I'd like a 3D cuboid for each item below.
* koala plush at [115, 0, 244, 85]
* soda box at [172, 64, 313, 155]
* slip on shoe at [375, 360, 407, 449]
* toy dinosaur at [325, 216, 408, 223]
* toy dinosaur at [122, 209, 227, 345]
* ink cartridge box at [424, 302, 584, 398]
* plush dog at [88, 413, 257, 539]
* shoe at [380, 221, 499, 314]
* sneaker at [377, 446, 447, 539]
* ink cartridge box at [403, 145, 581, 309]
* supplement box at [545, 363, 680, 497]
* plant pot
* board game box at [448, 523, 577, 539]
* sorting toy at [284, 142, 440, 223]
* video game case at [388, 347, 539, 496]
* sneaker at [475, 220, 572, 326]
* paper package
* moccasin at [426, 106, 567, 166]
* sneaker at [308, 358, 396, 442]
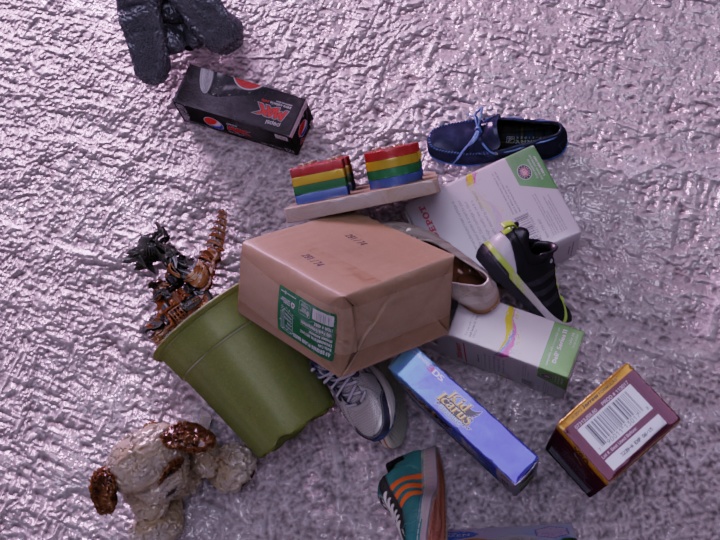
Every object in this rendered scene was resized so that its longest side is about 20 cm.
[{"bbox_3d":[-0.280,-0.400,1.392,0.176,0.200,0.185,-22,108,2],"label":"koala plush"},{"bbox_3d":[-0.175,-0.242,1.379,0.199,0.063,0.071,19,75,14],"label":"soda box"},{"bbox_3d":[0.005,0.145,1.226,0.061,0.074,0.201,-34,72,29],"label":"slip on shoe"},{"bbox_3d":[0.000,0.000,1.264,0.199,0.086,0.137,7,80,17],"label":"toy dinosaur"},{"bbox_3d":[-0.255,0.004,1.310,0.135,0.102,0.200,33,60,2],"label":"toy dinosaur"},{"bbox_3d":[0.179,0.089,1.183,0.199,0.117,0.068,19,74,15],"label":"ink cartridge box"},{"bbox_3d":[-0.253,0.243,1.169,0.200,0.172,0.161,-36,70,-3],"label":"plush dog"},{"bbox_3d":[0.090,-0.015,1.158,0.199,0.053,0.070,30,79,29],"label":"shoe"},{"bbox_3d":[0.060,0.289,1.115,0.079,0.200,0.072,-15,107,11],"label":"sneaker"},{"bbox_3d":[0.176,-0.056,1.250,0.199,0.088,0.146,-24,69,-2],"label":"ink cartridge box"},{"bbox_3d":[0.292,0.195,1.086,0.110,0.200,0.086,-39,71,-5],"label":"supplement box"},{"bbox_3d":[-0.134,0.133,1.198,0.200,0.200,0.190,-36,83,-4],"label":"plant pot"},{"bbox_3d":[0.157,0.346,1.058,0.199,0.200,0.041,-5,92,6],"label":"board game box"},{"bbox_3d":[0.003,-0.125,1.235,0.197,0.200,0.070,-11,98,5],"label":"sorting toy"},{"bbox_3d":[0.128,0.187,1.125,0.200,0.181,0.045,42,82,19],"label":"video game case"},{"bbox_3d":[0.229,0.007,1.164,0.083,0.200,0.072,-46,40,8],"label":"sneaker"},{"bbox_3d":[-0.018,0.019,1.086,0.190,0.104,0.200,-19,32,-38],"label":"paper package"},{"bbox_3d":[0.192,-0.197,1.304,0.199,0.068,0.081,-5,71,7],"label":"moccasin"},{"bbox_3d":[-0.027,0.125,1.157,0.077,0.085,0.201,-37,66,22],"label":"sneaker"}]
